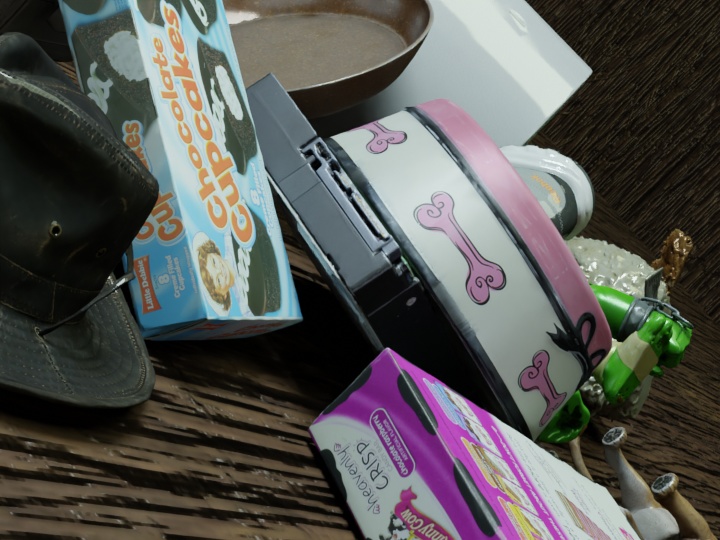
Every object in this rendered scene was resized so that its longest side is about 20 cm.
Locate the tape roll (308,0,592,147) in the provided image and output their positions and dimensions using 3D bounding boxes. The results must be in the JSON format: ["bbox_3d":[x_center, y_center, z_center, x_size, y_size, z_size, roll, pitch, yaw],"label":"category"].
[{"bbox_3d":[0.053,-0.122,1.178,0.139,0.203,0.203,46,12,0],"label":"tape roll"}]

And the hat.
[{"bbox_3d":[-0.128,-0.037,0.590,0.200,0.081,0.201,43,13,-13],"label":"hat"}]

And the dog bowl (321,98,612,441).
[{"bbox_3d":[0.061,-0.005,0.878,0.201,0.073,0.200,56,-2,2],"label":"dog bowl"}]

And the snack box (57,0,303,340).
[{"bbox_3d":[-0.085,-0.069,0.743,0.116,0.037,0.202,4,71,-71],"label":"snack box"}]

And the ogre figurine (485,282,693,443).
[{"bbox_3d":[0.113,0.049,1.034,0.120,0.200,0.099,35,-30,31],"label":"ogre figurine"}]

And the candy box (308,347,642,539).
[{"bbox_3d":[0.077,0.135,0.762,0.200,0.061,0.137,34,17,-41],"label":"candy box"}]

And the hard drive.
[{"bbox_3d":[0.000,0.000,0.868,0.140,0.038,0.200,55,-3,31],"label":"hard drive"}]

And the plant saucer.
[{"bbox_3d":[-0.051,-0.140,1.021,0.201,0.198,0.035,-115,-165,-57],"label":"plant saucer"}]

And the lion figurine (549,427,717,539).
[{"bbox_3d":[0.181,0.168,0.980,0.123,0.072,0.200,53,5,-18],"label":"lion figurine"}]

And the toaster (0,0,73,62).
[{"bbox_3d":[-0.195,-0.196,0.805,0.200,0.114,0.129,48,15,5],"label":"toaster"}]

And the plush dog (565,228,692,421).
[{"bbox_3d":[0.149,0.016,1.242,0.171,0.162,0.200,25,4,23],"label":"plush dog"}]

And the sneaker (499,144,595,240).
[{"bbox_3d":[0.044,-0.044,1.021,0.079,0.198,0.075,-41,128,-52],"label":"sneaker"}]
